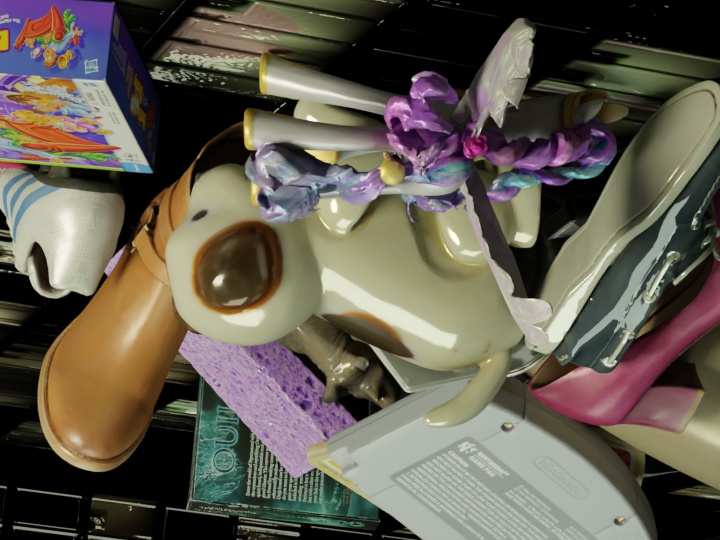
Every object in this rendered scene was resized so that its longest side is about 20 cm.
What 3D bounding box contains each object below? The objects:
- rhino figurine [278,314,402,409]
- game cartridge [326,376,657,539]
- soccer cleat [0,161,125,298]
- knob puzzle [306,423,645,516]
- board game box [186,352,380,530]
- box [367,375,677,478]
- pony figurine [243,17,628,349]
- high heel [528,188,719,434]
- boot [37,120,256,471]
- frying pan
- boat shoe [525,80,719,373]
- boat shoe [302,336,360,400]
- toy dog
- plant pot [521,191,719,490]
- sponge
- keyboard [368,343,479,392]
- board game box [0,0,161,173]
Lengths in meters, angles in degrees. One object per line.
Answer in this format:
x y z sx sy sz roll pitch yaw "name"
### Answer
-0.033 0.023 1.842 0.060 0.200 0.087 -41 159 14 "rhino figurine"
0.092 0.135 1.788 0.133 0.041 0.200 -26 131 31 "game cartridge"
-0.197 -0.030 1.748 0.070 0.086 0.200 9 -176 -19 "soccer cleat"
0.095 0.140 1.844 0.219 0.030 0.220 3 151 2 "knob puzzle"
-0.047 0.077 1.994 0.135 0.200 0.028 7 159 -6 "board game box"
0.114 0.062 1.936 0.200 0.149 0.107 2 179 20 "box"
0.042 -0.063 1.472 0.200 0.167 0.193 2 -160 2 "pony figurine"
0.171 0.005 1.623 0.096 0.200 0.067 12 -159 -15 "high heel"
-0.121 0.011 1.686 0.074 0.200 0.155 27 138 -12 "boot"
0.113 -0.004 1.661 0.031 0.115 0.190 18 153 -37 "frying pan"
0.162 -0.018 1.556 0.062 0.075 0.200 23 122 -16 "boat shoe"
0.049 0.029 1.877 0.200 0.067 0.057 -38 147 25 "boat shoe"
-0.013 -0.008 1.613 0.200 0.194 0.140 0 179 -16 "toy dog"
0.177 0.026 1.761 0.200 0.188 0.187 18 169 3 "plant pot"
-0.086 0.053 1.899 0.200 0.030 0.112 48 160 -4 "sponge"
0.000 0.000 1.699 0.056 0.200 0.011 -15 139 -29 "keyboard"
-0.190 -0.104 1.570 0.134 0.045 0.200 5 169 4 "board game box"
